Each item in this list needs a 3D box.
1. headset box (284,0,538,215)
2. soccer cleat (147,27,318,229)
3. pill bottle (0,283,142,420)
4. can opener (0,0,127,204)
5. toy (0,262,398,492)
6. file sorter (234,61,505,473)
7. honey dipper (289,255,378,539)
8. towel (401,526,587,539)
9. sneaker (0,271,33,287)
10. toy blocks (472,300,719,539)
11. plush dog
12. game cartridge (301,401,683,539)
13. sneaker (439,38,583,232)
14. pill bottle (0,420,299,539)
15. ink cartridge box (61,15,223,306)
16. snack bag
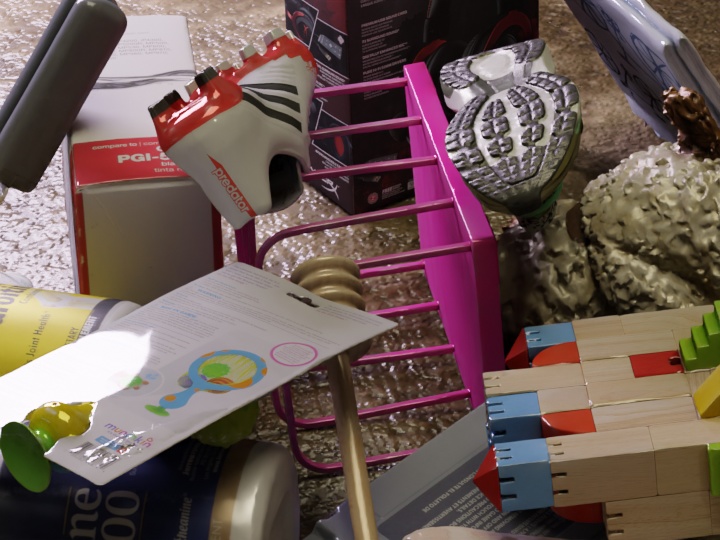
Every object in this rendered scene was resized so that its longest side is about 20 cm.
[{"bbox_3d":[0.032,-0.155,1.829,0.148,0.201,0.075,-21,36,-28],"label":"headset box"},{"bbox_3d":[-0.056,-0.074,1.590,0.068,0.085,0.200,-30,4,15],"label":"soccer cleat"},{"bbox_3d":[-0.212,0.061,1.582,0.199,0.113,0.112,7,33,14],"label":"pill bottle"},{"bbox_3d":[-0.198,-0.070,1.631,0.066,0.200,0.053,31,10,-26],"label":"can opener"},{"bbox_3d":[-0.090,0.060,1.432,0.115,0.047,0.199,21,32,39],"label":"toy"},{"bbox_3d":[0.000,0.000,1.645,0.125,0.140,0.200,-9,32,-5],"label":"file sorter"},{"bbox_3d":[-0.003,0.085,1.466,0.038,0.038,0.201,-6,57,-7],"label":"honey dipper"},{"bbox_3d":[0.127,0.179,1.367,0.190,0.032,0.200,2,25,-14],"label":"towel"},{"bbox_3d":[-0.287,0.006,1.724,0.199,0.076,0.089,16,30,10],"label":"sneaker"},{"bbox_3d":[0.121,0.078,1.478,0.136,0.101,0.200,-6,24,1],"label":"toy blocks"},{"bbox_3d":[0.144,-0.003,1.656,0.171,0.161,0.200,-25,26,15],"label":"plush dog"},{"bbox_3d":[0.080,0.132,1.504,0.133,0.041,0.200,30,44,31],"label":"game cartridge"},{"bbox_3d":[0.092,-0.059,1.595,0.076,0.089,0.200,-19,20,8],"label":"sneaker"},{"bbox_3d":[-0.136,0.132,1.464,0.199,0.112,0.111,4,32,10],"label":"pill bottle"},{"bbox_3d":[-0.127,-0.039,1.703,0.082,0.148,0.200,-5,33,-6],"label":"ink cartridge box"},{"bbox_3d":[0.180,-0.117,1.781,0.021,0.200,0.189,-39,42,-2],"label":"snack bag"}]
